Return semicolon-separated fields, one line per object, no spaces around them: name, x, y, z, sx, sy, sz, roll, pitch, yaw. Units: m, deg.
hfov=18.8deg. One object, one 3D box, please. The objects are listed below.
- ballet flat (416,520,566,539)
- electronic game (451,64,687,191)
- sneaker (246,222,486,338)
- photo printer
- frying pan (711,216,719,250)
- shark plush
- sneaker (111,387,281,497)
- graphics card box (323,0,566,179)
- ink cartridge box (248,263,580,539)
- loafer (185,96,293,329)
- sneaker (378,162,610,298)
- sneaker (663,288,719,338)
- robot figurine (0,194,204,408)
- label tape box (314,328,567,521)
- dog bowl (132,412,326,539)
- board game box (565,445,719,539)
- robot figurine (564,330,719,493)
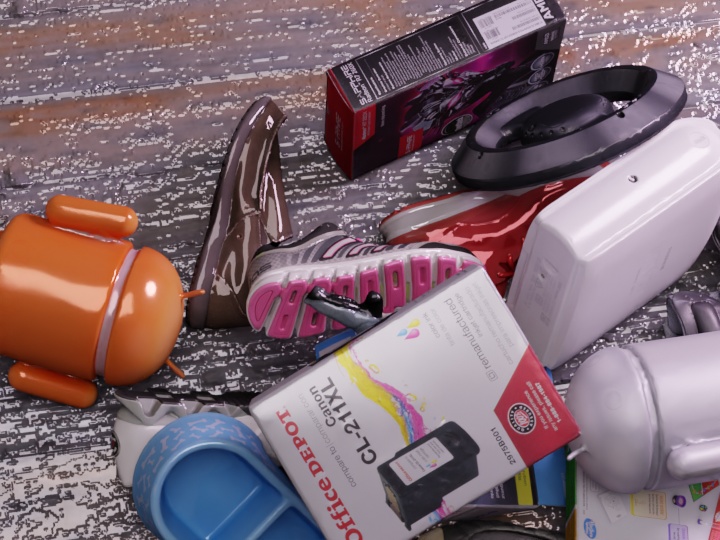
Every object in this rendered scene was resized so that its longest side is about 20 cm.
ballet flat;0.136;0.229;1.712;0.199;0.057;0.067;4;74;-3
electronic game;0.168;-0.115;1.760;0.199;0.200;0.042;-27;109;-12
sneaker;0.000;0.000;1.721;0.199;0.074;0.088;-7;35;-14
photo printer;0.212;-0.026;1.731;0.200;0.167;0.069;-33;65;-28
frying pan;0.360;-0.074;1.793;0.115;0.031;0.190;13;55;31
shark plush;0.045;0.079;1.644;0.200;0.091;0.083;40;82;-24
sneaker;-0.099;0.142;1.720;0.199;0.074;0.089;3;96;-13
graphics card box;0.068;-0.157;1.791;0.199;0.126;0.051;-26;69;-13
ink cartridge box;0.037;0.108;1.585;0.200;0.083;0.146;-32;91;-1
loafer;-0.088;-0.042;1.777;0.071;0.073;0.201;15;82;-5
sneaker;0.124;-0.016;1.789;0.199;0.078;0.116;-17;83;3
sneaker;0.311;0.018;1.783;0.113;0.076;0.201;12;66;6
robot figurine;-0.226;0.025;1.718;0.199;0.117;0.144;15;70;1
label tape box;0.067;0.124;1.725;0.199;0.066;0.144;6;69;-38
dog bowl;-0.086;0.199;1.668;0.111;0.050;0.200;-45;103;-1
board game box;0.263;0.180;1.715;0.199;0.040;0.153;8;47;-2
robot figurine;0.242;0.109;1.668;0.199;0.170;0.113;-7;113;-11
